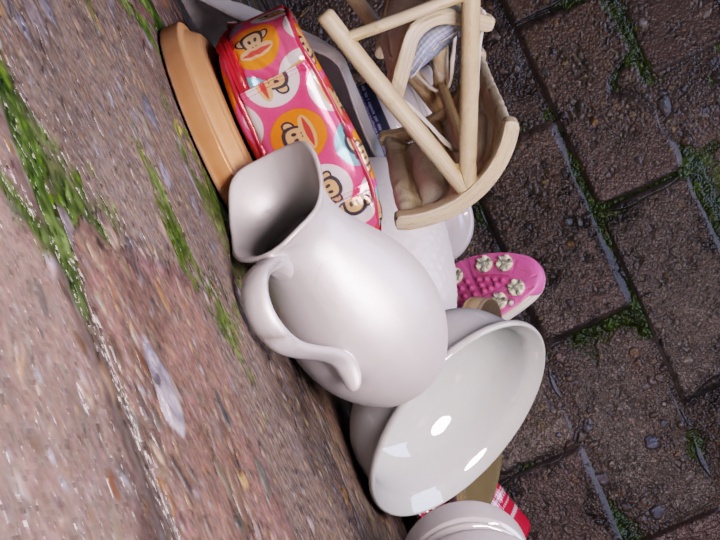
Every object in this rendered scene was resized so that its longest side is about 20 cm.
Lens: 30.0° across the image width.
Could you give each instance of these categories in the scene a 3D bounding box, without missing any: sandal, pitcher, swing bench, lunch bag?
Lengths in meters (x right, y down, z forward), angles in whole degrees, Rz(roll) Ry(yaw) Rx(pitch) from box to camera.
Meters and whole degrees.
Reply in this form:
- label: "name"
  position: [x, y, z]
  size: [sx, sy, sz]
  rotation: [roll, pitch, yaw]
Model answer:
- label: "sandal"
  position: [0.090, 0.131, 1.277]
  size: [0.077, 0.069, 0.213]
  rotation: [6, 87, -55]
- label: "pitcher"
  position: [-0.020, 0.030, 0.996]
  size: [0.200, 0.121, 0.172]
  rotation: [51, 32, -34]
- label: "swing bench"
  position: [0.053, -0.172, 1.127]
  size: [0.199, 0.129, 0.201]
  rotation: [-99, 169, -62]
- label: "lunch bag"
  position: [-0.048, -0.121, 1.122]
  size: [0.176, 0.082, 0.201]
  rotation: [-103, 168, -73]

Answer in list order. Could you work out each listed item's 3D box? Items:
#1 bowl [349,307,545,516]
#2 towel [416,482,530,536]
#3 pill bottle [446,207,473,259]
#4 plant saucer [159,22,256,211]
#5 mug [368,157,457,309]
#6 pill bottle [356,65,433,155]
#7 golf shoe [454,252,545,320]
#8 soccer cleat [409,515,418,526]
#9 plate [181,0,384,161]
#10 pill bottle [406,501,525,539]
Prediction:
- label: "bowl"
  position: [0.059, 0.105, 1.158]
  size: [0.090, 0.201, 0.201]
  rotation: [40, -12, 33]
- label: "towel"
  position: [0.089, 0.206, 1.292]
  size: [0.200, 0.022, 0.145]
  rotation: [53, 29, -6]
- label: "pill bottle"
  position: [0.043, -0.042, 1.607]
  size: [0.114, 0.113, 0.200]
  rotation: [67, -26, 2]
- label: "plant saucer"
  position: [-0.107, -0.110, 1.101]
  size: [0.200, 0.032, 0.201]
  rotation: [-23, 90, -86]
- label: "mug"
  position: [0.000, 0.000, 1.254]
  size: [0.199, 0.147, 0.176]
  rotation: [19, 46, -42]
- label: "pill bottle"
  position: [0.000, -0.134, 1.420]
  size: [0.116, 0.199, 0.116]
  rotation: [-24, 90, -85]
- label: "golf shoe"
  position: [0.103, 0.044, 1.350]
  size: [0.091, 0.199, 0.076]
  rotation: [30, 42, -52]
- label: "soccer cleat"
  position: [0.050, 0.192, 1.337]
  size: [0.076, 0.067, 0.201]
  rotation: [10, 56, -41]
- label: "plate"
  position: [-0.064, -0.180, 1.278]
  size: [0.199, 0.032, 0.200]
  rotation: [29, -19, 29]
- label: "pill bottle"
  position: [0.084, 0.246, 0.901]
  size: [0.200, 0.113, 0.114]
  rotation: [-103, 169, -70]
